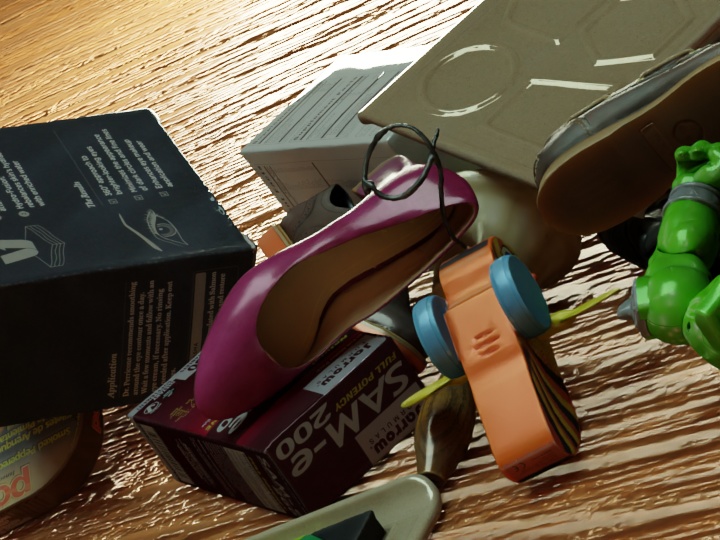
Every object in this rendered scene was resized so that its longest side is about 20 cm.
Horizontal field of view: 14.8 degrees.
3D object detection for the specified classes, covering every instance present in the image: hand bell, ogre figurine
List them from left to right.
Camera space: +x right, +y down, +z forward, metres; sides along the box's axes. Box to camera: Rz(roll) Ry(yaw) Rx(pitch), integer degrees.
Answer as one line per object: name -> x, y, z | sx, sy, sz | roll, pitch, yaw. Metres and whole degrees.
hand bell -> 0.062, 0.047, 1.608 | 0.104, 0.104, 0.200 | -21, 37, 35
ogre figurine -> 0.213, 0.005, 1.385 | 0.200, 0.098, 0.120 | 35, 70, 22

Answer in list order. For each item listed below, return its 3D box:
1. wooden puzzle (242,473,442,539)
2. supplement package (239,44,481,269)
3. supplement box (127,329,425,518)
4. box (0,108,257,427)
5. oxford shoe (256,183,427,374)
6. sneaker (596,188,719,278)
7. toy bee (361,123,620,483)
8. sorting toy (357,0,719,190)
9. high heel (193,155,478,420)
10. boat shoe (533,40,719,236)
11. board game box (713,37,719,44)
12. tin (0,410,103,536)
wooden puzzle -> -0.058, 0.194, 1.491 | 0.185, 0.037, 0.200 | -24, 22, 28
supplement package -> 0.030, -0.076, 1.866 | 0.110, 0.114, 0.200 | -45, 22, -23
supplement box -> -0.050, 0.087, 1.697 | 0.109, 0.061, 0.200 | -42, 22, -20
box -> -0.201, -0.004, 1.865 | 0.200, 0.117, 0.197 | -8, 35, -23
oxford shoe -> 0.000, 0.000, 1.750 | 0.073, 0.071, 0.200 | -48, 36, 1
sneaker -> 0.181, -0.018, 1.544 | 0.098, 0.071, 0.200 | -41, 21, -23
toy bee -> 0.082, 0.022, 1.528 | 0.131, 0.200, 0.109 | -7, -12, 25
sorting toy -> 0.119, -0.124, 1.678 | 0.185, 0.036, 0.200 | -43, 35, -20
high heel -> -0.016, 0.015, 1.602 | 0.200, 0.067, 0.096 | -52, 26, -4
boat shoe -> 0.182, -0.089, 1.503 | 0.200, 0.070, 0.070 | -22, 27, 21
board game box -> 0.202, -0.154, 1.704 | 0.200, 0.026, 0.200 | 13, 60, 41
tin -> -0.263, 0.132, 1.898 | 0.200, 0.042, 0.112 | -28, 52, 19
